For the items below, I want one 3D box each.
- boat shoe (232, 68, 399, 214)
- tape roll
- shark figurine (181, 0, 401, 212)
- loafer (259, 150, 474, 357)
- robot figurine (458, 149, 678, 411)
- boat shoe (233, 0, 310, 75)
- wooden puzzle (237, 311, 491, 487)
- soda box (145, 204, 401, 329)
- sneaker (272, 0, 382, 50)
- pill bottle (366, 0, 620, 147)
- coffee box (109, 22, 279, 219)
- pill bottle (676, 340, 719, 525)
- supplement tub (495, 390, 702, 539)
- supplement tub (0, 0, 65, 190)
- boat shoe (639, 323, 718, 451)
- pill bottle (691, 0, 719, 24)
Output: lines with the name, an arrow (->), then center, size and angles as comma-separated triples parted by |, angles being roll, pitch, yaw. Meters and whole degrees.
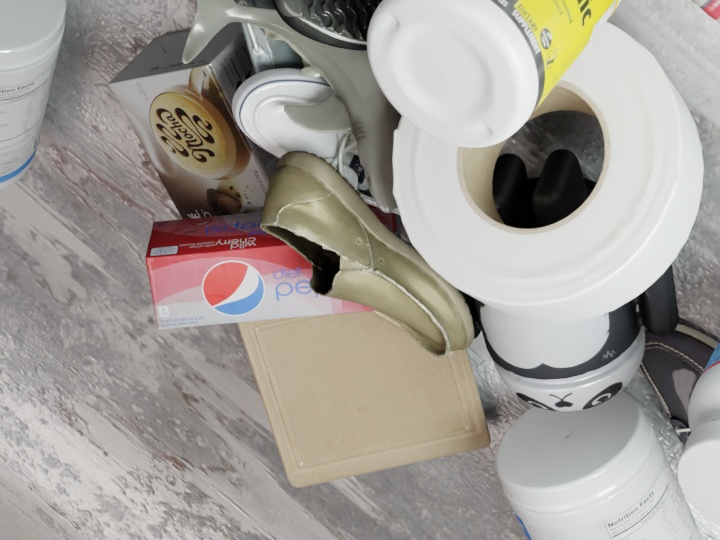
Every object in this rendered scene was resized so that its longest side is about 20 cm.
boat shoe -> 0.001, -0.091, 1.173 | 0.199, 0.065, 0.074 | 17, 112, -21
tape roll -> 0.123, -0.069, 1.054 | 0.202, 0.204, 0.071 | 16, 176, 26
shark figurine -> -0.019, -0.156, 1.120 | 0.214, 0.128, 0.090 | 41, 143, 3
loafer -> 0.000, 0.000, 1.160 | 0.200, 0.068, 0.076 | 43, 162, -12
robot figurine -> 0.143, 0.012, 1.170 | 0.150, 0.124, 0.201 | 33, 148, 50
boat shoe -> -0.061, -0.143, 1.216 | 0.061, 0.073, 0.201 | -1, 123, 6
wooden puzzle -> 0.003, 0.088, 1.359 | 0.184, 0.037, 0.201 | -13, 117, 8
soda box -> -0.065, -0.004, 1.244 | 0.199, 0.064, 0.070 | -5, 119, 3
sneaker -> 0.009, -0.172, 1.027 | 0.090, 0.199, 0.070 | -18, 88, 48
pill bottle -> 0.098, -0.175, 0.968 | 0.111, 0.200, 0.112 | 23, 140, 21
coffee box -> -0.103, -0.096, 1.297 | 0.113, 0.080, 0.201 | -3, 125, 36
pill bottle -> 0.287, 0.079, 1.062 | 0.108, 0.200, 0.109 | 22, 138, 21
supplement tub -> 0.206, 0.211, 1.295 | 0.131, 0.132, 0.201 | -5, 124, 41
supplement tub -> -0.334, -0.172, 1.369 | 0.132, 0.132, 0.200 | 34, 141, 6
boat shoe -> 0.280, 0.124, 1.218 | 0.200, 0.063, 0.073 | 47, 141, -9
pill bottle -> 0.179, -0.246, 0.905 | 0.200, 0.120, 0.120 | 40, 141, -1
